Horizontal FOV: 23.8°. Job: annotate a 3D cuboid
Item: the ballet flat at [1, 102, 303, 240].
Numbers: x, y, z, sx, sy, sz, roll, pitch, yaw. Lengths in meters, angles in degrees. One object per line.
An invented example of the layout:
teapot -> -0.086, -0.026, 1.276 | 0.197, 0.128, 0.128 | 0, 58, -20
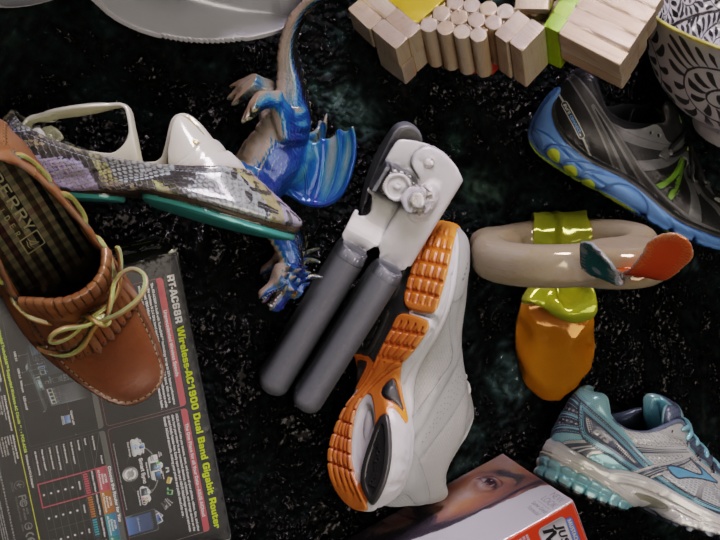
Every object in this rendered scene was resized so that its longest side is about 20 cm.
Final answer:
ballet flat -> -0.130, -0.064, 1.028 | 0.200, 0.072, 0.072 | 9, 99, 5

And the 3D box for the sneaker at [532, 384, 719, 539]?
sneaker -> 0.226, 0.139, 1.237 | 0.200, 0.078, 0.087 | 18, 90, -24

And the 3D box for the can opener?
can opener -> 0.000, 0.000, 1.130 | 0.053, 0.066, 0.200 | 28, 98, -13

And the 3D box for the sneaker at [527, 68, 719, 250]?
sneaker -> 0.211, -0.075, 1.188 | 0.199, 0.071, 0.083 | 28, 96, -21

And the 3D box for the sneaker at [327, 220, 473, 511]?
sneaker -> 0.043, 0.066, 1.161 | 0.092, 0.076, 0.200 | 14, 93, -44

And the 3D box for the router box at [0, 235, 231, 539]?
router box -> -0.174, 0.091, 1.075 | 0.150, 0.062, 0.200 | -13, 105, -18

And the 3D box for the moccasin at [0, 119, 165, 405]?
moccasin -> -0.167, 0.003, 0.973 | 0.074, 0.078, 0.202 | -31, 124, -13

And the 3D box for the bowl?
bowl -> 0.276, -0.135, 1.153 | 0.200, 0.201, 0.094 | -7, 123, -20

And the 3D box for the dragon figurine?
dragon figurine -> -0.041, -0.076, 1.094 | 0.099, 0.059, 0.200 | 21, 97, -26

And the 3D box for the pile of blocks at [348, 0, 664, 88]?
pile of blocks -> 0.095, -0.159, 1.116 | 0.199, 0.062, 0.082 | 5, 67, 11

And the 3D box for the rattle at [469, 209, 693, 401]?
rattle -> 0.148, 0.033, 1.113 | 0.130, 0.200, 0.143 | 9, 96, -28

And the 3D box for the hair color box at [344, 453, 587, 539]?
hair color box -> 0.045, 0.209, 1.160 | 0.200, 0.111, 0.064 | -26, 109, -16

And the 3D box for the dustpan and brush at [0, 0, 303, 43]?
dustpan and brush -> -0.137, -0.180, 1.024 | 0.199, 0.057, 0.140 | 2, 146, 6
